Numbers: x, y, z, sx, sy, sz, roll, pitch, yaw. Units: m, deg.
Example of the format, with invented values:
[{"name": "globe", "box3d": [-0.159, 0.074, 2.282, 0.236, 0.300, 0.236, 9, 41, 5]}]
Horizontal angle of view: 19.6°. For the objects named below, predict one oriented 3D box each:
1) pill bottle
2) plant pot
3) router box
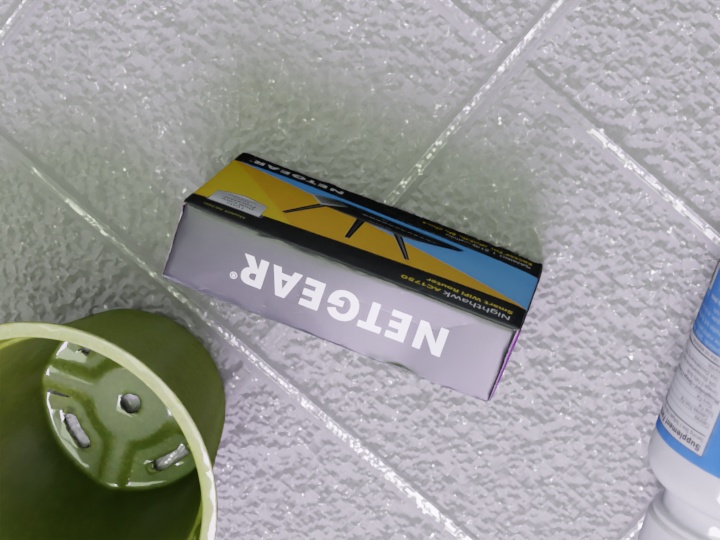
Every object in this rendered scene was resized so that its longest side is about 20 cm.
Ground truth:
[{"name": "pill bottle", "box3d": [0.233, 0.084, 1.205, 0.112, 0.112, 0.200, 19, 107, 5]}, {"name": "plant pot", "box3d": [-0.161, 0.104, 1.240, 0.199, 0.190, 0.201, 2, 104, 9]}, {"name": "router box", "box3d": [0.000, 0.000, 1.207, 0.200, 0.149, 0.051, 20, 107, 4]}]
